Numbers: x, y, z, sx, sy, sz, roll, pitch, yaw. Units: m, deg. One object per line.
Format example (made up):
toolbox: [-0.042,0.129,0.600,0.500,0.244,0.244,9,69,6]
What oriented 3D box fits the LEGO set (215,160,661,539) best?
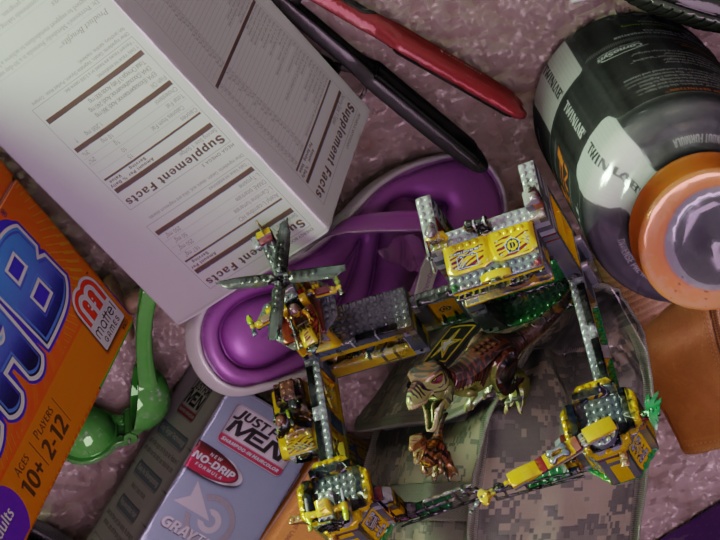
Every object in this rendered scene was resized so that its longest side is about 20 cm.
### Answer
LEGO set: [0.034,0.039,1.029,0.198,0.155,0.116,-10,153,17]

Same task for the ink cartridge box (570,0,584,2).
ink cartridge box: [0.173,-0.238,1.106,0.198,0.084,0.146,-18,114,3]

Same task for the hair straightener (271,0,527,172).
hair straightener: [-0.014,-0.104,1.171,0.199,0.041,0.077,29,108,-16]

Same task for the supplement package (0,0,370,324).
supplement package: [-0.106,-0.094,1.113,0.109,0.114,0.200,-30,114,31]

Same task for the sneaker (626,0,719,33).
sneaker: [0.231,-0.160,1.160,0.198,0.074,0.089,4,98,-8]

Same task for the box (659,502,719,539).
box: [0.254,0.188,1.322,0.199,0.039,0.137,-34,113,9]

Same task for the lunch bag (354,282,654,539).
lunch bag: [0.070,0.104,1.164,0.117,0.164,0.202,9,80,-22]

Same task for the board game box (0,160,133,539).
board game box: [-0.270,0.048,1.096,0.199,0.201,0.200,-26,115,29]

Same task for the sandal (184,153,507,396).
sandal: [0.004,0.007,1.169,0.202,0.050,0.083,-33,99,-22]

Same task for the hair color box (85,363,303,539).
hair color box: [-0.107,0.153,1.207,0.060,0.099,0.201,31,86,-17]

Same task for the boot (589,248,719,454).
boot: [0.236,0.011,1.220,0.200,0.071,0.145,-26,106,21]

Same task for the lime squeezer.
lime squeezer: [-0.148,0.078,1.226,0.070,0.038,0.200,12,139,-44]

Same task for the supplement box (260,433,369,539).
supplement box: [-0.054,0.183,1.278,0.066,0.069,0.201,29,109,-18]

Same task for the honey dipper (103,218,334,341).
honey dipper: [-0.077,0.003,1.217,0.198,0.038,0.038,-19,114,-1]

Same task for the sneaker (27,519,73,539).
sneaker: [-0.224,0.190,1.269,0.198,0.075,0.117,-4,109,-15]

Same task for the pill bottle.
pill bottle: [0.152,-0.052,1.120,0.105,0.200,0.107,-2,113,-5]
